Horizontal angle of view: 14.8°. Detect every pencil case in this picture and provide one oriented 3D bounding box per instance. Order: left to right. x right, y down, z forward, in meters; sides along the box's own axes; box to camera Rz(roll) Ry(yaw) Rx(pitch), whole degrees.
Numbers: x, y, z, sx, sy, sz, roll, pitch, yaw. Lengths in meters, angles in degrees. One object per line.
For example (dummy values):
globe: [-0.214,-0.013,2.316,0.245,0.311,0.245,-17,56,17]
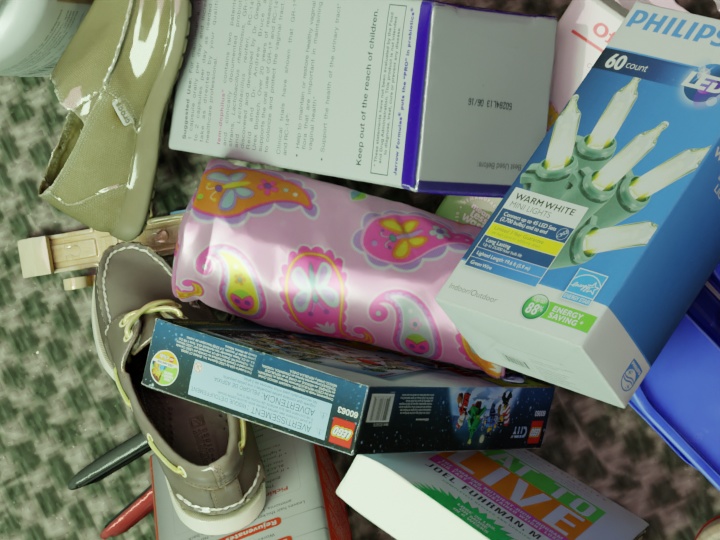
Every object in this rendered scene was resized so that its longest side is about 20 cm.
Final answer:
pencil case: [0.000,0.000,1.492,0.199,0.087,0.088,13,97,4]

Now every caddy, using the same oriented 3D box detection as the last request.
caddy: [0.207,0.037,1.486,0.141,0.105,0.200,-43,111,4]

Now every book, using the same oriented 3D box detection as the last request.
book: [0.072,0.135,1.498,0.133,0.200,0.048,34,102,11]

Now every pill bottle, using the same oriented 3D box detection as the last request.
pill bottle: [-0.215,-0.167,1.563,0.114,0.200,0.115,1,94,16]

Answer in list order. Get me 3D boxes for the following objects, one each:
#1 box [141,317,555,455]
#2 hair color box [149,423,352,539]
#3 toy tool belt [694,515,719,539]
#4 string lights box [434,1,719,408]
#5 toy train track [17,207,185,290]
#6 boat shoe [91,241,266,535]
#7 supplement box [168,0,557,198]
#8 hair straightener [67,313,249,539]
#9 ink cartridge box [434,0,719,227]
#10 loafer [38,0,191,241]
box: [-0.003,0.062,1.481,0.136,0.200,0.038,16,96,32]
hair color box: [-0.057,0.161,1.530,0.101,0.200,0.061,-20,119,5]
toy tool belt: [0.267,0.180,1.481,0.199,0.123,0.125,12,102,15]
string lights box: [0.138,-0.036,1.410,0.103,0.059,0.200,18,66,43]
toy train track: [-0.111,-0.021,1.629,0.199,0.033,0.115,-9,91,15]
boat shoe: [-0.105,0.053,1.543,0.072,0.060,0.200,-18,53,-7]
supplement box: [-0.001,-0.101,1.516,0.200,0.101,0.104,10,96,45]
hair straightener: [-0.098,0.071,1.624,0.200,0.041,0.077,-40,82,18]
ink cartridge box: [0.142,-0.077,1.535,0.117,0.067,0.200,35,102,12]
loafer: [-0.139,-0.113,1.550,0.067,0.076,0.201,5,107,-14]
